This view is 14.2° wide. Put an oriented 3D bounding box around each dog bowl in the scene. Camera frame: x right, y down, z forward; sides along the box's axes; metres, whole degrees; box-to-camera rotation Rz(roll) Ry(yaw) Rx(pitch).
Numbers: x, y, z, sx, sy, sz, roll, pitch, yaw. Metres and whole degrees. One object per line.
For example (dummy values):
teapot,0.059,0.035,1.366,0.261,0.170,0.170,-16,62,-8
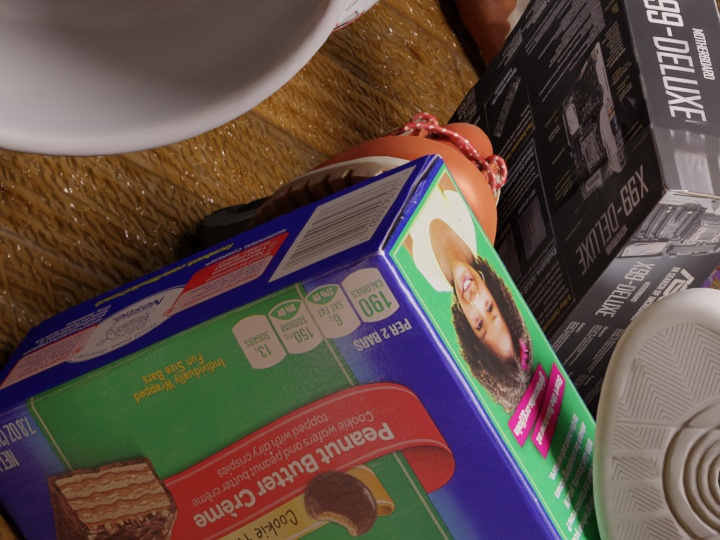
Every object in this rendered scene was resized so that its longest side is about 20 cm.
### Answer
dog bowl,-0.094,-0.139,0.912,0.200,0.200,0.079,51,24,-30

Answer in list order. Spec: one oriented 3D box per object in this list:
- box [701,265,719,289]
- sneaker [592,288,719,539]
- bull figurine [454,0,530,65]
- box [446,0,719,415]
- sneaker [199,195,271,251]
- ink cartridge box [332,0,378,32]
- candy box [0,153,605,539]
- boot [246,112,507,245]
box,0.159,0.038,1.329,0.137,0.200,0.039,47,68,-37
sneaker,0.130,0.091,0.904,0.112,0.073,0.200,-42,116,-67
bull figurine,0.075,-0.170,1.480,0.122,0.065,0.200,102,-28,-55
box,0.090,-0.034,1.230,0.050,0.200,0.158,9,50,-23
sneaker,0.000,0.000,1.169,0.200,0.075,0.079,-19,94,-59
ink cartridge box,-0.042,-0.143,1.176,0.109,0.050,0.200,62,9,-6
candy box,-0.003,0.088,0.915,0.200,0.169,0.077,57,30,-17
boot,0.014,-0.021,0.995,0.075,0.107,0.200,40,-20,-2
